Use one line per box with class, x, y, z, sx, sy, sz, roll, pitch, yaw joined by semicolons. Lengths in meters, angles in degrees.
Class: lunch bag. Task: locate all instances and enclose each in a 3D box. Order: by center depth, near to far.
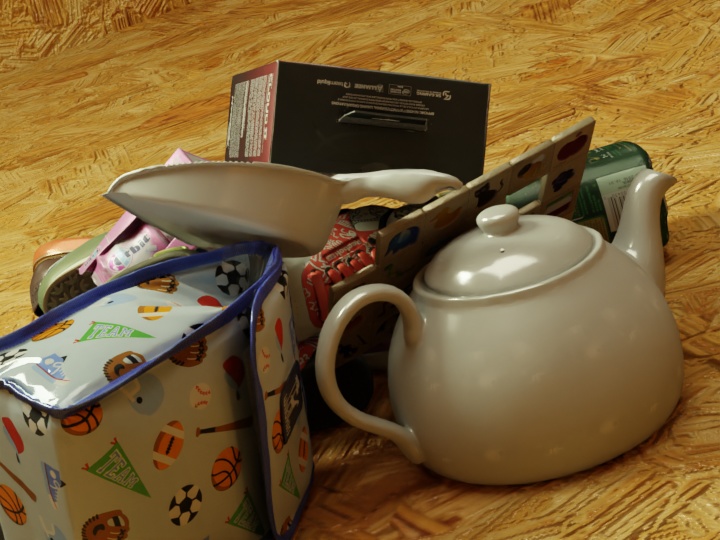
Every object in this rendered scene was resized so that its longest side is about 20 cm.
lunch bag;-0.108;0.092;1.005;0.124;0.170;0.200;19;37;40

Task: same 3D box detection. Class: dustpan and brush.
dustpan and brush;-0.036;-0.043;1.047;0.200;0.057;0.140;9;-10;23

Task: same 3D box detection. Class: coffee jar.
coffee jar;0.129;-0.034;1.325;0.200;0.085;0.104;-16;11;-1

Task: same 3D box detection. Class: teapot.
teapot;0.096;0.032;1.063;0.197;0.146;0.200;-9;20;22

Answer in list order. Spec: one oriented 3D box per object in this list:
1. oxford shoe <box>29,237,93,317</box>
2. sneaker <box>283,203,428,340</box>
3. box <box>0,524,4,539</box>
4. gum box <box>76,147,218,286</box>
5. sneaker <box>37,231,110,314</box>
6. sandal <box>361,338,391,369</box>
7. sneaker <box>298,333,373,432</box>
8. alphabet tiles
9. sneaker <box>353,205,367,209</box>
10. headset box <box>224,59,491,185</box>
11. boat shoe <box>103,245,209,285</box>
oxford shoe;-0.201;0.008;1.553;0.200;0.071;0.073;-9;47;12
sneaker;0.000;-0.001;1.173;0.108;0.067;0.201;-3;16;28
box;-0.306;0.107;1.128;0.106;0.122;0.200;-29;37;-9
gum box;-0.102;-0.008;1.247;0.114;0.066;0.200;-49;-27;11
sneaker;-0.165;-0.016;1.363;0.200;0.067;0.090;-25;16;-14
sandal;0.042;0.036;1.251;0.203;0.050;0.082;0;24;41
sneaker;-0.098;0.090;1.189;0.201;0.067;0.108;-17;17;-14
alphabet tiles;0.062;-0.007;1.127;0.200;0.167;0.008;-28;63;-19
sneaker;-0.063;0.008;1.375;0.200;0.081;0.146;-15;13;-16
headset box;-0.005;-0.098;1.200;0.149;0.077;0.200;4;1;-13
boat shoe;-0.155;0.037;1.113;0.202;0.072;0.060;-25;-33;31
